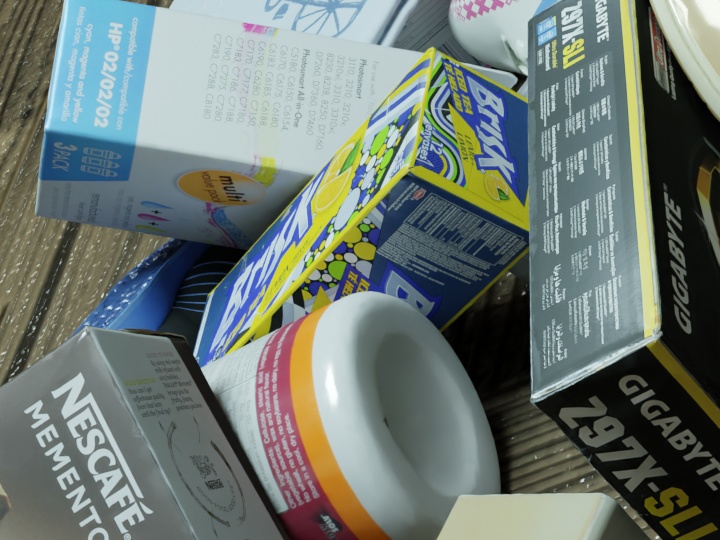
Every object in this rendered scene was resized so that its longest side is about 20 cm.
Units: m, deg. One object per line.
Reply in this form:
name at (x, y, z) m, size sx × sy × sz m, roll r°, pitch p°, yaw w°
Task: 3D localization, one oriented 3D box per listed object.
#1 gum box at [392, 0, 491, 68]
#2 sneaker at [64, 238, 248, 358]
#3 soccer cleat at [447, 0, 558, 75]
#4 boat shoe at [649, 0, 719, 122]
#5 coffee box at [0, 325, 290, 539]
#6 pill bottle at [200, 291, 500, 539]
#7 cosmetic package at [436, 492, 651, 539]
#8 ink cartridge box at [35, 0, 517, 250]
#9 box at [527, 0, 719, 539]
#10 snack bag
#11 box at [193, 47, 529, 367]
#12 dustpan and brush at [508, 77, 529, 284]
gum box at (0.016, -0.132, 1.149) m, size 0.200 × 0.066 × 0.114 m, roll -40°, pitch 30°, yaw 7°
sneaker at (-0.078, 0.029, 1.068) m, size 0.070 × 0.078 × 0.200 m, roll -31°, pitch 10°, yaw 26°
soccer cleat at (0.099, -0.103, 1.008) m, size 0.200 × 0.070 × 0.087 m, roll -6°, pitch 62°, yaw 55°
boat shoe at (0.176, -0.051, 0.735) m, size 0.074 × 0.200 × 0.069 m, roll -24°, pitch -21°, yaw -47°
coffee box at (-0.077, 0.133, 0.795) m, size 0.113 × 0.080 × 0.201 m, roll -33°, pitch 74°, yaw 17°
pill bottle at (-0.053, 0.094, 0.898) m, size 0.199 × 0.110 × 0.110 m, roll -27°, pitch 33°, yaw 28°
cosmetic package at (0.040, 0.177, 0.683) m, size 0.071 × 0.105 × 0.200 m, roll -6°, pitch 45°, yaw 48°
ink cartridge box at (-0.040, -0.056, 1.004) m, size 0.115 × 0.199 × 0.068 m, roll 119°, pitch 158°, yaw -71°
box at (0.118, 0.015, 0.737) m, size 0.049 × 0.160 × 0.200 m, roll -28°, pitch 32°, yaw 24°
snack bag at (-0.024, -0.157, 1.141) m, size 0.199 × 0.021 × 0.189 m, roll -6°, pitch 47°, yaw 45°
box at (0.000, 0.000, 0.932) m, size 0.200 × 0.064 × 0.070 m, roll -45°, pitch 25°, yaw 45°
dustpan and brush at (0.090, -0.014, 0.909) m, size 0.140 × 0.057 × 0.201 m, roll -52°, pitch 17°, yaw 50°
